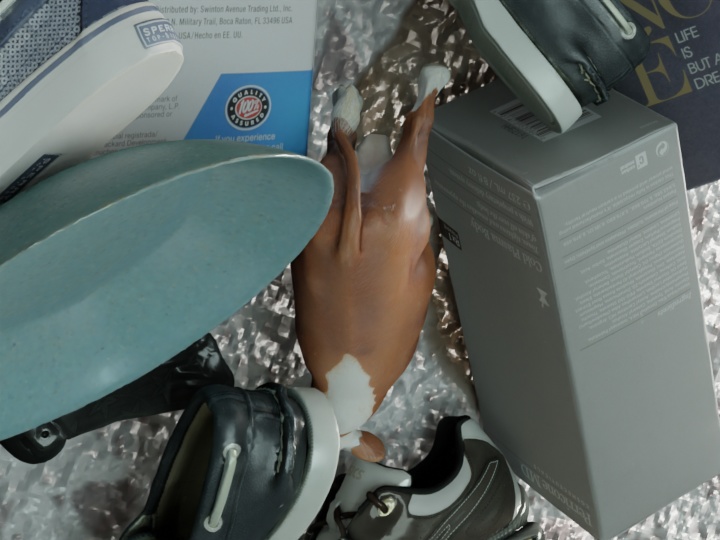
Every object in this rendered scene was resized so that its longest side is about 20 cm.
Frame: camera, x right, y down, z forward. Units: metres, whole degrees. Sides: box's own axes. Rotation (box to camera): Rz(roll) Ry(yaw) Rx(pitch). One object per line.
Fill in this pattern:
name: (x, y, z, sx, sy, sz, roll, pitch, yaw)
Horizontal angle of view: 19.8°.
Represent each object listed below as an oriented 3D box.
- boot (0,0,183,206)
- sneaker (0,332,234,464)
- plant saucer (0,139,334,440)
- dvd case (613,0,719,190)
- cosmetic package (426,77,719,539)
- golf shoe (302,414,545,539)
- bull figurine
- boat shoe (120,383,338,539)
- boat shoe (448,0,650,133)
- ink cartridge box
boot: (-0.161, -0.052, 0.744, 0.200, 0.073, 0.091, -38, 80, 10)
sneaker: (-0.153, 0.041, 0.868, 0.199, 0.060, 0.105, -21, 110, -28)
plant saucer: (-0.104, 0.002, 0.769, 0.200, 0.201, 0.039, -25, 73, -22)
dvd case: (0.164, -0.140, 0.900, 0.148, 0.016, 0.201, -19, 113, 20)
cosmetic package: (0.102, 0.014, 0.971, 0.090, 0.107, 0.202, -24, 121, -21)
golf shoe: (-0.007, 0.141, 0.984, 0.199, 0.078, 0.095, -30, 108, -28)
bull figurine: (0.000, 0.000, 0.908, 0.064, 0.201, 0.122, 12, 59, 0)
boat shoe: (-0.080, 0.128, 0.900, 0.060, 0.076, 0.201, 11, 118, -32)
boat shoe: (0.046, -0.154, 0.890, 0.060, 0.076, 0.200, -39, 98, -4)
ink cartridge box: (-0.093, -0.139, 0.824, 0.145, 0.086, 0.202, -6, 107, -39)
